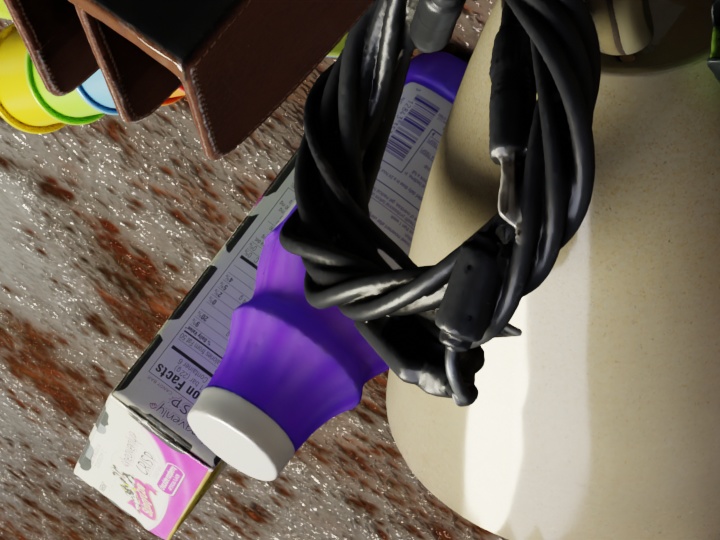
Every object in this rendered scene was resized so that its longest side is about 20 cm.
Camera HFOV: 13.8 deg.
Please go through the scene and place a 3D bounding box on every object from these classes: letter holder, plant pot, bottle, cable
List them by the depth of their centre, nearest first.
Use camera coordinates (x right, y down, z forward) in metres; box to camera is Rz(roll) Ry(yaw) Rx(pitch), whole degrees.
[{"bbox_3d":[-0.024,-0.135,1.036,0.100,0.200,0.142,35,164,20],"label":"letter holder"},{"bbox_3d":[0.023,-0.053,1.078,0.051,0.164,0.200,8,-159,-23],"label":"cable"},{"bbox_3d":[0.100,-0.023,1.156,0.187,0.187,0.200,24,138,28],"label":"plant pot"},{"bbox_3d":[0.000,0.000,1.288,0.083,0.200,0.065,38,159,-6],"label":"bottle"}]

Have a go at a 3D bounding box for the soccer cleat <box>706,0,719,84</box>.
[{"bbox_3d":[0.167,-0.066,1.065,0.081,0.068,0.200,-2,139,11],"label":"soccer cleat"}]

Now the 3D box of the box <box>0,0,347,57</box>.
[{"bbox_3d":[-0.071,-0.123,1.273,0.122,0.048,0.200,-3,-168,-45],"label":"box"}]

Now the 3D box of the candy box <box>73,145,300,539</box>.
[{"bbox_3d":[-0.047,0.019,1.396,0.061,0.200,0.136,37,158,1],"label":"candy box"}]

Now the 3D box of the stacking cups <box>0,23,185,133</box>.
[{"bbox_3d":[-0.114,-0.106,1.441,0.061,0.061,0.200,46,154,-22],"label":"stacking cups"}]

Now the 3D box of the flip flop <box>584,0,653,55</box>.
[{"bbox_3d":[0.098,-0.149,0.995,0.057,0.081,0.200,-2,142,6],"label":"flip flop"}]
